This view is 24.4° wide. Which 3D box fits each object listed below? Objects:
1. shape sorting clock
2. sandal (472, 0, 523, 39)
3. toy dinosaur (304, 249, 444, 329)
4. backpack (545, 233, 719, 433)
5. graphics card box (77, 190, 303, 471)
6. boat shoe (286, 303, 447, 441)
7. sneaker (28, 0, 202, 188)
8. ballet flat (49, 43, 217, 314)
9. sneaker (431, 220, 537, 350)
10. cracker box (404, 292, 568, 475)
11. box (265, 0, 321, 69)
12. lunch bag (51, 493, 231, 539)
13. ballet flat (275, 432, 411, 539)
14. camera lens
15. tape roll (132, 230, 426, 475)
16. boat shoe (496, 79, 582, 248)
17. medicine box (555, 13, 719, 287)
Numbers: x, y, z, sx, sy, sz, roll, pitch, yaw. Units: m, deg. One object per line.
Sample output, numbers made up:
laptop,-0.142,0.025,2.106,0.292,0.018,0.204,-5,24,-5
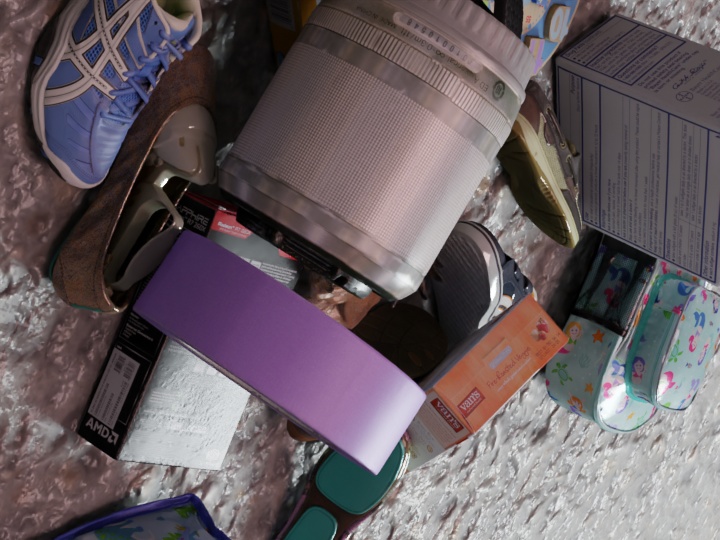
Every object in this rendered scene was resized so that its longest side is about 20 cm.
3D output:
shape sorting clock,0.141,-0.252,1.414,0.199,0.039,0.202,-33,136,-38
sandal,0.099,-0.254,1.302,0.075,0.045,0.202,40,46,-73
toy dinosaur,0.000,0.000,1.356,0.200,0.086,0.136,-45,150,-17
backpack,0.287,0.072,1.745,0.177,0.150,0.201,22,98,-58
graphics card box,-0.121,0.048,1.245,0.125,0.051,0.202,14,99,-55
boat shoe,0.003,0.088,1.439,0.200,0.072,0.068,-32,169,-50
sneaker,-0.150,-0.144,1.053,0.075,0.077,0.202,-4,116,-54
ballet flat,-0.137,-0.057,1.137,0.068,0.067,0.201,31,86,-55
sneaker,0.114,0.012,1.521,0.079,0.078,0.201,-39,151,-25
cracker box,0.082,0.109,1.460,0.134,0.058,0.200,-41,179,-29
box,0.010,-0.218,1.259,0.200,0.041,0.120,-42,141,-33
lunch bag,-0.190,0.284,1.254,0.198,0.127,0.172,-9,122,-36
ballet flat,-0.017,0.201,1.467,0.201,0.069,0.071,-57,172,20
camera lens,0.009,-0.093,1.137,0.201,0.159,0.160,-59,146,-1
tape roll,-0.054,0.056,1.120,0.066,0.199,0.200,-56,146,-7
boat shoe,0.174,-0.096,1.535,0.066,0.072,0.201,-49,140,-12
medicine box,0.288,-0.115,1.562,0.103,0.199,0.184,-36,138,-31
